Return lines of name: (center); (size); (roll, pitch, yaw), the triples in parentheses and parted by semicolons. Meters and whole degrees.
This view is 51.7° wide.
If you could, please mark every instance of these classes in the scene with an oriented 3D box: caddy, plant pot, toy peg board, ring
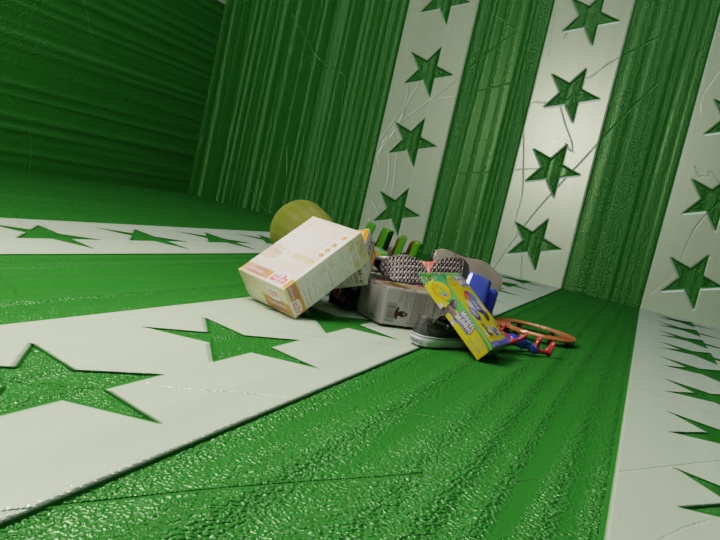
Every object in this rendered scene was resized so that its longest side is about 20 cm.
caddy: (0.241, 0.066, 1.834); (0.200, 0.105, 0.141); (17, -16, 32)
plant pot: (-0.135, -0.091, 2.097); (0.187, 0.187, 0.200); (9, 10, -29)
toy peg board: (0.080, -0.069, 1.995); (0.200, 0.098, 0.199); (22, 15, -1)
ring: (0.426, 0.151, 1.817); (0.200, 0.019, 0.200); (13, 7, -2)

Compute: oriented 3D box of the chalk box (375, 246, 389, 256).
chalk box: (-0.004, -0.003, 1.837); (0.200, 0.125, 0.124); (11, 6, -8)

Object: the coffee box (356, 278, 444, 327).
coffee box: (0.109, 0.074, 1.569); (0.200, 0.080, 0.114); (9, 6, -28)

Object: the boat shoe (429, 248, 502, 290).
boat shoe: (0.268, -0.003, 1.899); (0.200, 0.067, 0.057); (24, -8, -10)

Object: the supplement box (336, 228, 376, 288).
supplement box: (-0.077, -0.019, 1.575); (0.200, 0.074, 0.126); (-7, 28, 14)

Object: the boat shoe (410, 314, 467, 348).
boat shoe: (0.168, 0.115, 1.435); (0.069, 0.057, 0.200); (18, 8, 35)

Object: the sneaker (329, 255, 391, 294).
sneaker: (0.000, 0.000, 1.719); (0.200, 0.078, 0.099); (-15, -19, -11)

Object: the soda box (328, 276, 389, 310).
soda box: (0.027, 0.051, 1.649); (0.200, 0.071, 0.063); (6, 9, -43)

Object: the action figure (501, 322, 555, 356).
action figure: (0.310, 0.140, 1.525); (0.200, 0.052, 0.065); (10, 12, -32)

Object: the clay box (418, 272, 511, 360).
clay box: (0.199, 0.073, 1.422); (0.200, 0.048, 0.115); (56, 22, 16)

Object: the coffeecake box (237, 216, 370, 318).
coffeecake box: (-0.108, -0.011, 1.436); (0.200, 0.073, 0.153); (-38, 37, -27)

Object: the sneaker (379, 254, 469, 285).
sneaker: (0.143, 0.013, 1.663); (0.200, 0.070, 0.093); (0, -23, 8)
